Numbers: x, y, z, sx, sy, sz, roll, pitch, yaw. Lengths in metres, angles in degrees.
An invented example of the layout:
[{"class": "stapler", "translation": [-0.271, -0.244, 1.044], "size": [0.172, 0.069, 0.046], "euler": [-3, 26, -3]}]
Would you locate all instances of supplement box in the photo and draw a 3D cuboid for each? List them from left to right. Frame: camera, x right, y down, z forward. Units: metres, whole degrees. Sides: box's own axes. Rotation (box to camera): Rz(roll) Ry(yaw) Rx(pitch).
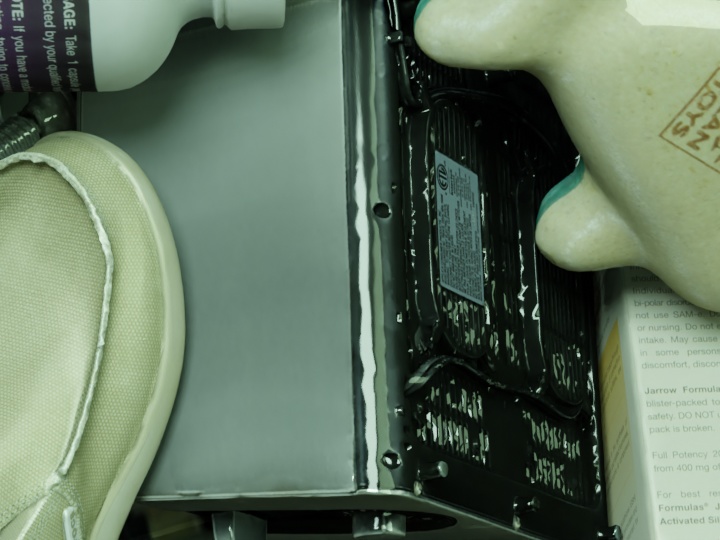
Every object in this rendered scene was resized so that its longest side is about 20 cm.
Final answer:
[{"class": "supplement box", "translation": [0.120, 0.050, 0.927], "size": [0.073, 0.126, 0.201], "euler": [-1, 63, -5]}]

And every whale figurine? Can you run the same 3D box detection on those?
[{"class": "whale figurine", "translation": [0.104, -0.071, 0.825], "size": [0.199, 0.159, 0.104], "euler": [24, 28, -32]}]

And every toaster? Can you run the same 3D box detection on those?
[{"class": "toaster", "translation": [0.000, 0.000, 0.858], "size": [0.181, 0.118, 0.201], "euler": [26, 59, -61]}]

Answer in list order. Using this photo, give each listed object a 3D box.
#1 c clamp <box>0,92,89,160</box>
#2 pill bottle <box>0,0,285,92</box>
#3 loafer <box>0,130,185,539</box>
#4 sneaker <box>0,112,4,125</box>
[{"class": "c clamp", "translation": [-0.125, 0.000, 0.810], "size": [0.200, 0.027, 0.172], "euler": [-34, 115, -45]}, {"class": "pill bottle", "translation": [-0.122, -0.107, 0.752], "size": [0.199, 0.113, 0.113], "euler": [-1, 74, -3]}, {"class": "loafer", "translation": [-0.106, 0.055, 0.765], "size": [0.068, 0.075, 0.201], "euler": [16, 82, -56]}, {"class": "sneaker", "translation": [-0.143, -0.009, 0.848], "size": [0.093, 0.070, 0.201], "euler": [13, 66, -21]}]
